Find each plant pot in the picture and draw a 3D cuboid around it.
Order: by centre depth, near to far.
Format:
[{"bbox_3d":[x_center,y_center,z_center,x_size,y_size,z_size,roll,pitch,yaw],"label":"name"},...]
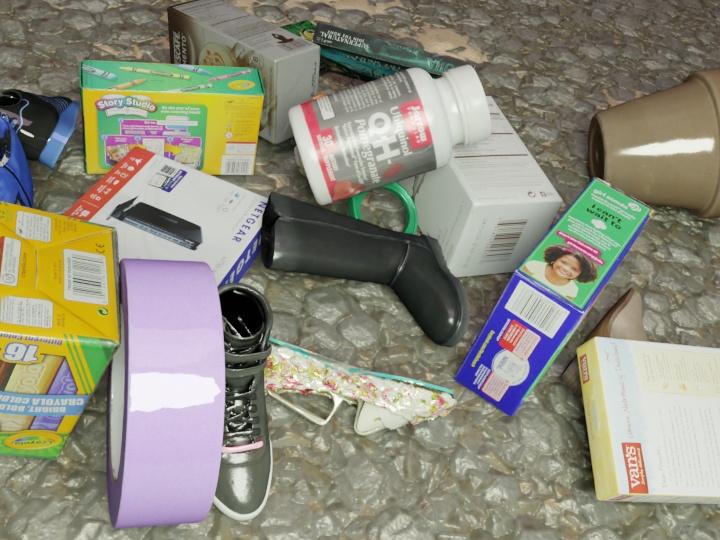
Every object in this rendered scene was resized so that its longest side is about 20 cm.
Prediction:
[{"bbox_3d":[0.401,-0.163,1.054,0.174,0.200,0.200,-4,44,5],"label":"plant pot"}]

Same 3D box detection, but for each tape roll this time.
[{"bbox_3d":[-0.155,0.091,0.607,0.066,0.200,0.200,2,45,-21],"label":"tape roll"}]

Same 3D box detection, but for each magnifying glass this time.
[{"bbox_3d":[-0.002,-0.114,0.920,0.080,0.022,0.200,-31,93,-25],"label":"magnifying glass"}]

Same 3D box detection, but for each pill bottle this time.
[{"bbox_3d":[0.032,-0.150,0.846,0.200,0.111,0.111,-18,49,0],"label":"pill bottle"}]

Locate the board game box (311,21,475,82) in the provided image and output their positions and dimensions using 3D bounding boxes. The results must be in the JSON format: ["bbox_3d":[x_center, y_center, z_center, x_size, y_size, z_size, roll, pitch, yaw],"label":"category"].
[{"bbox_3d":[0.045,-0.259,1.012,0.200,0.028,0.135,17,0,6],"label":"board game box"}]

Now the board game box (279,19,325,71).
[{"bbox_3d":[-0.107,-0.317,1.151,0.105,0.023,0.200,34,41,21],"label":"board game box"}]

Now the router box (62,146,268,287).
[{"bbox_3d":[-0.208,-0.032,0.828,0.179,0.049,0.200,21,44,6],"label":"router box"}]

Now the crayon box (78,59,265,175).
[{"bbox_3d":[-0.218,-0.174,0.918,0.200,0.119,0.058,-1,46,-18],"label":"crayon box"}]

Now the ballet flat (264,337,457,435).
[{"bbox_3d":[-0.013,0.117,0.734,0.200,0.076,0.064,15,74,5],"label":"ballet flat"}]

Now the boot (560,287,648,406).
[{"bbox_3d":[0.298,0.114,0.822,0.146,0.070,0.200,38,49,13],"label":"boot"}]

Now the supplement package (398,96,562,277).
[{"bbox_3d":[0.130,-0.105,0.949,0.117,0.117,0.200,-5,47,-20],"label":"supplement package"}]

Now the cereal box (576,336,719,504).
[{"bbox_3d":[0.304,0.141,0.734,0.200,0.040,0.144,7,64,-15],"label":"cereal box"}]

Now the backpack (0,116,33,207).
[{"bbox_3d":[-0.386,-0.049,0.701,0.168,0.163,0.200,-8,51,-4],"label":"backpack"}]

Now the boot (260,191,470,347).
[{"bbox_3d":[0.000,0.000,0.812,0.200,0.066,0.165,16,29,-25],"label":"boot"}]

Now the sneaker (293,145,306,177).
[{"bbox_3d":[0.009,-0.168,0.996,0.080,0.078,0.200,13,43,44],"label":"sneaker"}]

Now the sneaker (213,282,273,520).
[{"bbox_3d":[-0.106,0.101,0.653,0.071,0.099,0.200,-3,71,-20],"label":"sneaker"}]

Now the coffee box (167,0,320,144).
[{"bbox_3d":[-0.151,-0.258,1.008,0.200,0.114,0.080,32,44,29],"label":"coffee box"}]

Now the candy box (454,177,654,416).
[{"bbox_3d":[0.195,0.024,0.801,0.077,0.169,0.200,34,47,13],"label":"candy box"}]

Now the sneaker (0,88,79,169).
[{"bbox_3d":[-0.353,-0.165,0.850,0.078,0.070,0.200,29,5,-26],"label":"sneaker"}]

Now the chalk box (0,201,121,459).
[{"bbox_3d":[-0.278,0.061,0.607,0.124,0.200,0.125,14,41,-32],"label":"chalk box"}]
